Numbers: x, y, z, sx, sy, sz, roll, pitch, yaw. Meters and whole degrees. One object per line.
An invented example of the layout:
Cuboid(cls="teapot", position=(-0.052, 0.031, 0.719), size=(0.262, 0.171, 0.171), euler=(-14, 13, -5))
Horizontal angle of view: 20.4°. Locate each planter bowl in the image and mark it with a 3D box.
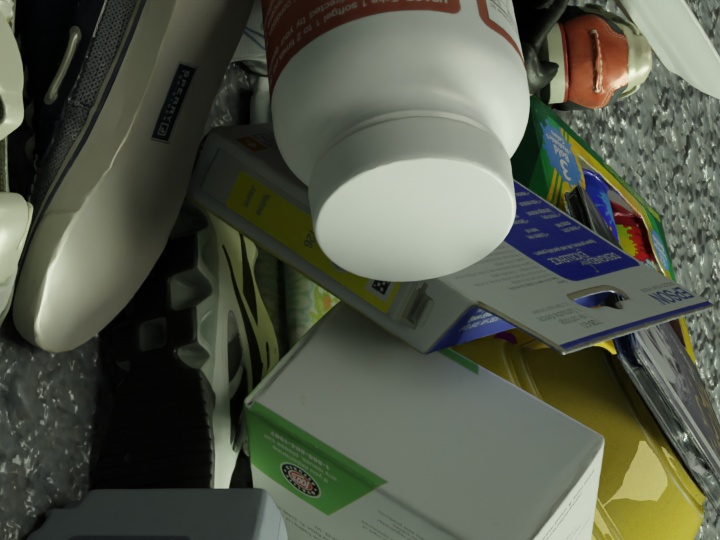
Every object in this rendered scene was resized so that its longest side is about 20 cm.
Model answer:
Cuboid(cls="planter bowl", position=(0.128, 0.103, 1.074), size=(0.201, 0.083, 0.201), euler=(55, 11, -16))

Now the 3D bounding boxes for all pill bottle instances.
Cuboid(cls="pill bottle", position=(0.013, -0.100, 0.874), size=(0.112, 0.112, 0.201), euler=(43, 32, -46))

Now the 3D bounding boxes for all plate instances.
Cuboid(cls="plate", position=(0.151, -0.208, 1.256), size=(0.200, 0.032, 0.200), euler=(43, 13, -48))

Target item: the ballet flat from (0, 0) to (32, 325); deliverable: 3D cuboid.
Cuboid(cls="ballet flat", position=(-0.165, -0.041, 0.823), size=(0.067, 0.063, 0.201), euler=(1, 84, -58))

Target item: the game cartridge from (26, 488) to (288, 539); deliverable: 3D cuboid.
Cuboid(cls="game cartridge", position=(-0.111, 0.165, 0.806), size=(0.041, 0.132, 0.200), euler=(63, 37, -27))

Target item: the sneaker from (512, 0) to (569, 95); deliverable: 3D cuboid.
Cuboid(cls="sneaker", position=(0.078, -0.178, 1.147), size=(0.074, 0.087, 0.201), euler=(29, 56, -51))

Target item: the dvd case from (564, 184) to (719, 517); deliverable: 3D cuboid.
Cuboid(cls="dvd case", position=(0.167, 0.051, 1.110), size=(0.149, 0.016, 0.200), euler=(55, 13, -24))

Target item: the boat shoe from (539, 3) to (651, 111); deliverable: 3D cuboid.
Cuboid(cls="boat shoe", position=(0.144, -0.138, 1.276), size=(0.200, 0.062, 0.072), euler=(-78, 162, -82))

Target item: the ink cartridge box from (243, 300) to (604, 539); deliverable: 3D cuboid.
Cuboid(cls="ink cartridge box", position=(0.029, 0.128, 0.949), size=(0.084, 0.146, 0.201), euler=(-47, 154, -29))

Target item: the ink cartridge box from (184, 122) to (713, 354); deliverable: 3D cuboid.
Cuboid(cls="ink cartridge box", position=(0.047, -0.009, 0.962), size=(0.197, 0.200, 0.047), euler=(-9, 132, -60))

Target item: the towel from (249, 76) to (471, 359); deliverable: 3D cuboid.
Cuboid(cls="towel", position=(0.000, 0.000, 1.101), size=(0.171, 0.048, 0.201), euler=(8, 77, -55))

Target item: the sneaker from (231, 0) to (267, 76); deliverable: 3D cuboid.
Cuboid(cls="sneaker", position=(-0.037, -0.137, 1.028), size=(0.200, 0.087, 0.075), euler=(-29, 107, -58))

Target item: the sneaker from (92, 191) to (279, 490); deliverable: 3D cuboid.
Cuboid(cls="sneaker", position=(-0.072, 0.065, 0.944), size=(0.088, 0.074, 0.201), euler=(24, 65, -52))

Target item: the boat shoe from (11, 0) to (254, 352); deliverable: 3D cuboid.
Cuboid(cls="boat shoe", position=(-0.124, -0.070, 0.900), size=(0.075, 0.092, 0.201), euler=(23, 93, -59))

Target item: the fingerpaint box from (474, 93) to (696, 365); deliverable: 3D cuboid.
Cuboid(cls="fingerpaint box", position=(0.136, 0.008, 1.250), size=(0.200, 0.073, 0.168), euler=(36, 38, -50))
